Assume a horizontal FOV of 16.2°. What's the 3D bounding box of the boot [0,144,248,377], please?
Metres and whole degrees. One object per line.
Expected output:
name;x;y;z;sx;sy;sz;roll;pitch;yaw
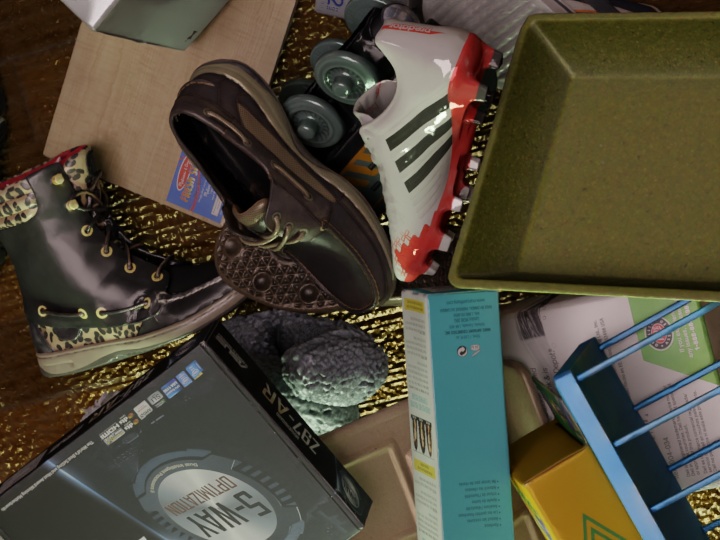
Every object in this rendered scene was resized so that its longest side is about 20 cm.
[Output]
boot;-0.174;-0.018;1.818;0.200;0.073;0.151;-19;101;28

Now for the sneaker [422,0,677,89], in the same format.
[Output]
sneaker;0.140;-0.151;1.693;0.200;0.079;0.078;26;115;21

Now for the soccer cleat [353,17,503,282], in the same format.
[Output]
soccer cleat;0.034;-0.078;1.625;0.085;0.069;0.200;20;135;9

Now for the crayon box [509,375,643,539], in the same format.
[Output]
crayon box;0.149;0.171;1.616;0.052;0.126;0.200;-31;96;-2

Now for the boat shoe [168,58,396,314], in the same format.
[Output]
boat shoe;-0.059;-0.045;1.675;0.200;0.073;0.074;49;137;-4

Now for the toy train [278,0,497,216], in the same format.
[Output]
toy train;0.006;-0.103;1.711;0.114;0.085;0.200;33;140;-8

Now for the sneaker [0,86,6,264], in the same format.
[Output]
sneaker;-0.314;-0.083;1.862;0.085;0.077;0.200;6;101;23

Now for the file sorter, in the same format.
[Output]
file sorter;0.229;0.116;1.587;0.123;0.139;0.200;-29;90;14

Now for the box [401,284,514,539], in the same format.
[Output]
box;0.063;0.111;1.623;0.049;0.082;0.200;-5;93;-10

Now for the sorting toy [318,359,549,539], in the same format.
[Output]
sorting toy;0.047;0.177;1.683;0.200;0.036;0.185;-22;95;-8

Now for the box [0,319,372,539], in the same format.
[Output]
box;-0.119;0.152;1.631;0.200;0.044;0.160;-36;100;18

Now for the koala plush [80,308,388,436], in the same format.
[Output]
koala plush;-0.100;0.131;1.735;0.184;0.200;0.177;20;130;43

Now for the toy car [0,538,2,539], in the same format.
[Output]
toy car;-0.255;0.278;1.861;0.200;0.150;0.175;-32;88;21

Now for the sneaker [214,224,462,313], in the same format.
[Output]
sneaker;0.000;0.000;1.759;0.200;0.076;0.070;5;85;15

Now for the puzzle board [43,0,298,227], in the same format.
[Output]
puzzle board;-0.134;-0.149;1.819;0.151;0.017;0.200;22;106;13

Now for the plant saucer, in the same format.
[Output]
plant saucer;0.174;-0.064;1.574;0.200;0.048;0.200;3;65;33

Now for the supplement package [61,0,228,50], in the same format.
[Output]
supplement package;-0.172;-0.272;1.704;0.200;0.191;0.147;43;100;10

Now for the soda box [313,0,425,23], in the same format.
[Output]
soda box;0.027;-0.267;1.718;0.068;0.063;0.200;14;103;16

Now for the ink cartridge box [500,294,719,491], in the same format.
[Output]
ink cartridge box;0.156;0.085;1.721;0.200;0.084;0.146;-13;96;21
